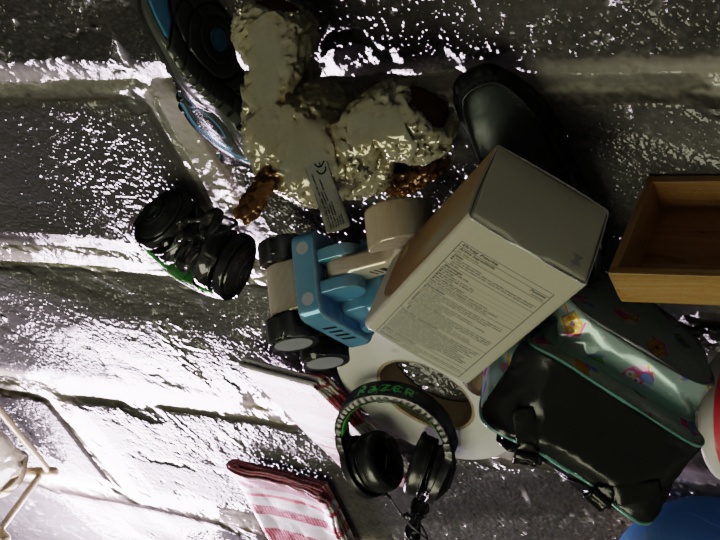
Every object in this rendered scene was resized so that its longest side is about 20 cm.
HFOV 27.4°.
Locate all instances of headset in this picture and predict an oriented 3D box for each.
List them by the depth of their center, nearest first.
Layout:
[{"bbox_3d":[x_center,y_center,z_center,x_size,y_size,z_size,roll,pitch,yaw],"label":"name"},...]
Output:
[{"bbox_3d":[-0.163,-0.015,1.411,0.123,0.095,0.200,33,158,-7],"label":"headset"},{"bbox_3d":[0.044,0.191,1.499,0.122,0.094,0.202,2,122,19],"label":"headset"}]

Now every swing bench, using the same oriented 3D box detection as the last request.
[{"bbox_3d":[-0.567,0.251,2.064,0.198,0.130,0.200,12,143,35],"label":"swing bench"}]

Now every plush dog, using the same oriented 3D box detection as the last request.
[{"bbox_3d":[-0.025,-0.101,1.160,0.199,0.162,0.172,32,-172,14],"label":"plush dog"}]

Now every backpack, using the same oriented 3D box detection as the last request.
[{"bbox_3d":[0.189,0.087,1.207,0.174,0.155,0.200,28,-171,-4],"label":"backpack"}]

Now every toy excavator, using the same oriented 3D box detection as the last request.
[{"bbox_3d":[0.000,0.000,1.304,0.198,0.101,0.194,-17,157,21],"label":"toy excavator"}]

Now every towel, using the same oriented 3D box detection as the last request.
[{"bbox_3d":[-0.030,0.163,1.585,0.143,0.023,0.200,9,148,49],"label":"towel"},{"bbox_3d":[-0.077,0.314,1.840,0.142,0.023,0.201,10,142,30],"label":"towel"}]

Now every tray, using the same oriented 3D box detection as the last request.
[{"bbox_3d":[0.287,-0.021,1.059,0.198,0.099,0.037,3,140,35],"label":"tray"}]

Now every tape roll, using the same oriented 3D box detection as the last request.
[{"bbox_3d":[0.070,0.110,1.458,0.201,0.037,0.204,21,145,15],"label":"tape roll"}]

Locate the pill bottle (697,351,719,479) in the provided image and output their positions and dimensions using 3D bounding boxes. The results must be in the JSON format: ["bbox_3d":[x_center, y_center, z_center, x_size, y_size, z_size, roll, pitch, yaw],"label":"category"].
[{"bbox_3d":[0.376,0.118,1.162,0.198,0.111,0.111,-1,136,38],"label":"pill bottle"}]

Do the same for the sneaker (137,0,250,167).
[{"bbox_3d":[-0.134,-0.156,1.235,0.081,0.074,0.201,-2,134,41],"label":"sneaker"}]

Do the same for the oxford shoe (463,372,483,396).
[{"bbox_3d":[0.090,0.045,1.293,0.072,0.085,0.202,4,133,23],"label":"oxford shoe"}]

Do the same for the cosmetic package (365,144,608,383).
[{"bbox_3d":[0.091,0.000,1.120,0.104,0.072,0.200,30,147,-9],"label":"cosmetic package"}]

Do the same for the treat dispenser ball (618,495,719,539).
[{"bbox_3d":[0.323,0.312,1.374,0.199,0.202,0.202,20,146,15],"label":"treat dispenser ball"}]

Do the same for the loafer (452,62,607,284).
[{"bbox_3d":[0.135,-0.072,1.126,0.068,0.071,0.201,-27,123,17],"label":"loafer"}]
